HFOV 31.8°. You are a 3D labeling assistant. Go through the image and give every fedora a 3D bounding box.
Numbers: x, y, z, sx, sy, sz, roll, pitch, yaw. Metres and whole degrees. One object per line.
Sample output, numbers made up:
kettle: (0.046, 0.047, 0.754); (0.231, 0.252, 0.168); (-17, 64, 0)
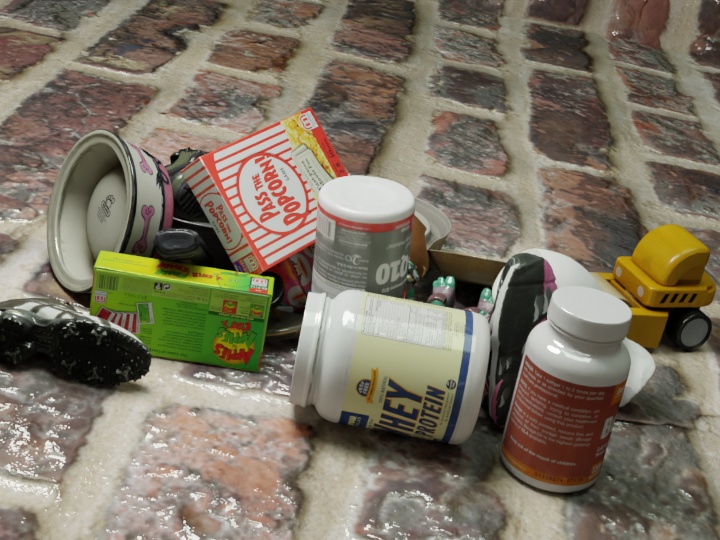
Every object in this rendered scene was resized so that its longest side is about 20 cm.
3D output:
fedora: (-0.214, -0.056, 1.665); (0.176, 0.091, 0.200); (17, 22, 9)

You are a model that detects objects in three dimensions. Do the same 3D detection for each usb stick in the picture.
usb stick: (-0.206, -0.022, 1.484); (0.055, 0.033, 0.200); (0, -7, -2)

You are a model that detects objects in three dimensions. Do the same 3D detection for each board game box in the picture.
board game box: (-0.099, -0.093, 1.517); (0.046, 0.152, 0.200); (-27, 4, 46)
board game box: (-0.204, 0.047, 1.435); (0.199, 0.102, 0.048); (9, 25, -5)

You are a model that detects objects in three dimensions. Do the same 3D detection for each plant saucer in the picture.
plant saucer: (0.185, 0.007, 1.703); (0.199, 0.036, 0.200); (10, 0, 0)

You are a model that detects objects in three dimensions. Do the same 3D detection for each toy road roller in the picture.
toy road roller: (0.384, 0.016, 1.698); (0.199, 0.147, 0.123); (1, 26, -22)

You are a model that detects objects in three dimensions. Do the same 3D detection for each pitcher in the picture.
pitcher: (0.244, 0.061, 1.536); (0.200, 0.121, 0.172); (41, -3, -23)

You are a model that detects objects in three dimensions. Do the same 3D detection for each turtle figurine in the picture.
turtle figurine: (0.098, 0.052, 1.559); (0.149, 0.101, 0.200); (36, 19, 16)

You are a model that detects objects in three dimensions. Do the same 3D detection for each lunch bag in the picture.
lunch bag: (-0.086, -0.049, 1.594); (0.082, 0.201, 0.176); (-24, 1, 40)

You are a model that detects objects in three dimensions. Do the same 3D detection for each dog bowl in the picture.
dog bowl: (0.027, -0.056, 1.808); (0.199, 0.059, 0.200); (10, 25, -5)
dog bowl: (-0.303, -0.067, 1.542); (0.074, 0.201, 0.200); (11, 19, -41)

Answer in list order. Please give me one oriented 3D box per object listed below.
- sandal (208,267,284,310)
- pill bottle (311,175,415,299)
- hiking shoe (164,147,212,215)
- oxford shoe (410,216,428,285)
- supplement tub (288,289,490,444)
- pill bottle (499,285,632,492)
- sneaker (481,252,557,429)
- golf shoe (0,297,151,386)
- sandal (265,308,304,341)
sandal: (-0.190, 0.022, 1.487); (0.199, 0.045, 0.075); (-7, 50, 9)
pill bottle: (0.000, 0.000, 1.493); (0.113, 0.201, 0.114); (4, 27, -2)
hiking shoe: (-0.196, -0.135, 1.641); (0.100, 0.076, 0.200); (28, 27, 24)
oxford shoe: (0.056, -0.001, 1.648); (0.071, 0.071, 0.201); (28, 48, -17)
supplement tub: (0.030, 0.101, 1.366); (0.199, 0.146, 0.145); (10, 24, -1)
pill bottle: (0.221, 0.124, 1.333); (0.112, 0.201, 0.112); (9, 25, -4)
sneaker: (0.159, 0.074, 1.427); (0.080, 0.201, 0.086); (2, 16, -31)
golf shoe: (-0.318, 0.065, 1.379); (0.199, 0.078, 0.095); (14, 24, 3)
sandal: (-0.152, 0.036, 1.537); (0.199, 0.055, 0.082); (22, 27, 22)
